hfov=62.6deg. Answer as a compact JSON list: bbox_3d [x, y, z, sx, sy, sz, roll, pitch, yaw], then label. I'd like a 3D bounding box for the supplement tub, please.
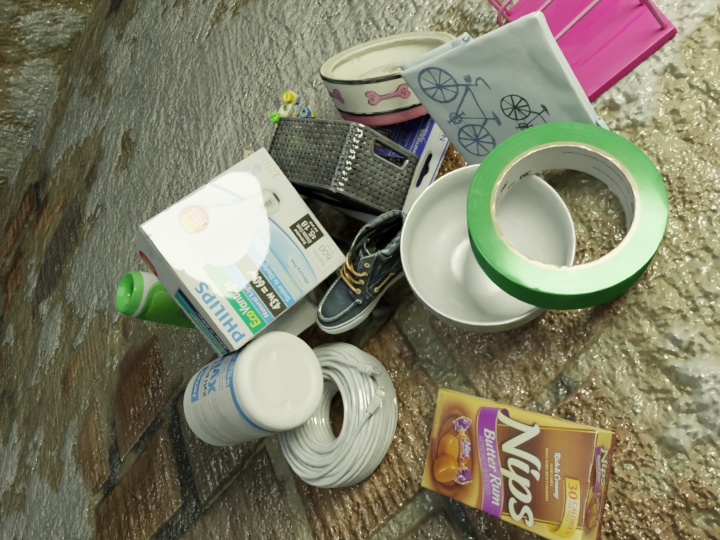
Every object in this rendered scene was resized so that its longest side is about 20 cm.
[{"bbox_3d":[-0.155,0.172,0.839,0.199,0.131,0.133,-29,58,46],"label":"supplement tub"}]

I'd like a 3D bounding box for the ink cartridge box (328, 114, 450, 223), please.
[{"bbox_3d":[0.055,-0.159,0.890,0.199,0.047,0.199,27,96,44],"label":"ink cartridge box"}]

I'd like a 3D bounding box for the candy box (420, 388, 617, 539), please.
[{"bbox_3d":[0.167,0.210,0.652,0.199,0.056,0.118,5,80,44],"label":"candy box"}]

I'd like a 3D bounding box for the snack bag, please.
[{"bbox_3d":[0.166,-0.196,0.688,0.199,0.189,0.022,-7,46,49],"label":"snack bag"}]

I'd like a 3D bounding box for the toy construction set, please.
[{"bbox_3d":[-0.153,-0.217,1.080,0.199,0.092,0.132,-33,78,42],"label":"toy construction set"}]

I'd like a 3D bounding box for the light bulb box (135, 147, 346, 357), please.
[{"bbox_3d":[-0.165,-0.022,0.812,0.200,0.199,0.125,-40,5,-25],"label":"light bulb box"}]

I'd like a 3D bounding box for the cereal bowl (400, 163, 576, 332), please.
[{"bbox_3d":[0.148,-0.019,0.698,0.198,0.083,0.202,-5,67,12],"label":"cereal bowl"}]

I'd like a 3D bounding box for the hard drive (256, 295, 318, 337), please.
[{"bbox_3d":[-0.170,0.028,0.918,0.132,0.025,0.201,-36,94,12],"label":"hard drive"}]

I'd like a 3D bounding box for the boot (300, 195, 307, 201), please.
[{"bbox_3d":[-0.188,-0.087,1.040,0.199,0.066,0.175,-30,15,37],"label":"boot"}]

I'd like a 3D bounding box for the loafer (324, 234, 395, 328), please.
[{"bbox_3d":[-0.014,0.011,0.905,0.200,0.062,0.072,-123,32,-43],"label":"loafer"}]

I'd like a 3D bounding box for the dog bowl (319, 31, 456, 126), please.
[{"bbox_3d":[0.045,-0.274,0.848,0.199,0.199,0.074,27,141,46],"label":"dog bowl"}]

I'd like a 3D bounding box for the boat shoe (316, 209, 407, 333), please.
[{"bbox_3d":[0.000,0.000,0.779,0.200,0.091,0.071,-43,58,10],"label":"boat shoe"}]

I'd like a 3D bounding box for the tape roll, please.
[{"bbox_3d":[0.213,-0.060,0.628,0.198,0.048,0.202,-5,66,11],"label":"tape roll"}]

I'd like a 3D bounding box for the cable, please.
[{"bbox_3d":[-0.038,0.204,0.850,0.199,0.069,0.202,28,98,47],"label":"cable"}]

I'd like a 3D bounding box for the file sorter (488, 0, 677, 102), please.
[{"bbox_3d":[0.237,-0.320,0.697,0.139,0.125,0.201,-39,53,30],"label":"file sorter"}]

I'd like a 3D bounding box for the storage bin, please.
[{"bbox_3d":[-0.033,-0.146,0.844,0.199,0.135,0.095,18,90,47],"label":"storage bin"}]

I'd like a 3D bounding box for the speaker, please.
[{"bbox_3d":[-0.346,0.059,1.108,0.088,0.199,0.089,-15,67,41],"label":"speaker"}]
